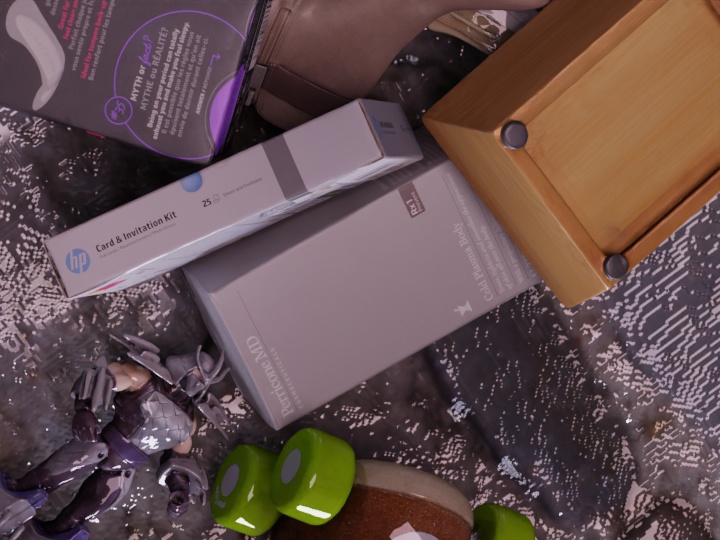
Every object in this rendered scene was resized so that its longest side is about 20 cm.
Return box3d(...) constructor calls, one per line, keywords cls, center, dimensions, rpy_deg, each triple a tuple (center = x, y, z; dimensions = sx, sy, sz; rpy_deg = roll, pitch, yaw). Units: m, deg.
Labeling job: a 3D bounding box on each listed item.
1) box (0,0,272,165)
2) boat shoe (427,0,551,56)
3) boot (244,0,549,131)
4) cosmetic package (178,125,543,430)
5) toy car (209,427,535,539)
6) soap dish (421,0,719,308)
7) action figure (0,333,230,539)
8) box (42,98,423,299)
box3d(cls="box", center=(-0.159, -0.146, 1.582), dimensions=(0.200, 0.106, 0.122), rpy_deg=(17, 97, 0))
box3d(cls="boat shoe", center=(0.116, -0.128, 1.718), dimensions=(0.200, 0.075, 0.068), rpy_deg=(41, 90, -10))
box3d(cls="boot", center=(0.000, -0.144, 1.661), dimensions=(0.200, 0.070, 0.146), rpy_deg=(20, 112, 0))
box3d(cls="cosmetic package", center=(0.000, 0.000, 1.702), dimensions=(0.200, 0.090, 0.107), rpy_deg=(-32, 112, -11))
box3d(cls="toy car", center=(-0.011, 0.221, 1.681), dimensions=(0.164, 0.158, 0.200), rpy_deg=(24, 69, -24))
box3d(cls="soap dish", center=(0.160, -0.094, 1.646), dimensions=(0.200, 0.081, 0.157), rpy_deg=(-41, 112, -8))
box3d(cls="action figure", center=(-0.155, 0.118, 1.688), dimensions=(0.200, 0.069, 0.130), rpy_deg=(-42, 123, 2))
box3d(cls="box", center=(-0.070, -0.042, 1.605), dimensions=(0.200, 0.156, 0.041), rpy_deg=(-25, 88, 10))
